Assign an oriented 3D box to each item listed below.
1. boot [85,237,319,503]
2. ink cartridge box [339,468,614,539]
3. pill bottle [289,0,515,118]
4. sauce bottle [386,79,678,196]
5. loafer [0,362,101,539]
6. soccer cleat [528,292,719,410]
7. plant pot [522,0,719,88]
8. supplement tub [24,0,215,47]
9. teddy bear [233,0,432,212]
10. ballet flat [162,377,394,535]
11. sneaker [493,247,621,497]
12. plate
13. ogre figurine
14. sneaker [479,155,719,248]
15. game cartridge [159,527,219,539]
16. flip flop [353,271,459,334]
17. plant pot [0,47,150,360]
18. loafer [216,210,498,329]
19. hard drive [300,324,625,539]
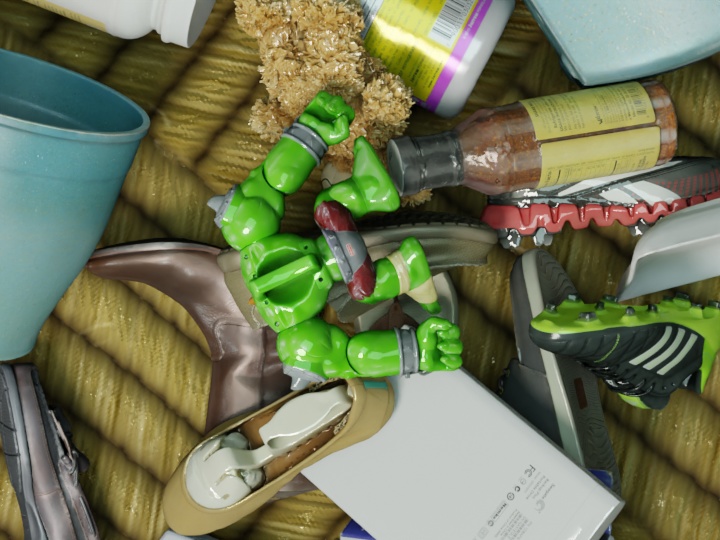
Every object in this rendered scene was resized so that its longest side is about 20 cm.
[{"bbox_3d":[-0.115,0.076,1.482,0.186,0.064,0.200,1,95,2],"label":"boot"},{"bbox_3d":[0.082,0.235,1.434,0.199,0.041,0.200,2,100,23],"label":"ink cartridge box"},{"bbox_3d":[0.003,-0.197,1.455,0.200,0.104,0.104,28,90,0],"label":"pill bottle"},{"bbox_3d":[0.118,-0.089,1.396,0.200,0.066,0.066,-8,90,-12],"label":"sauce bottle"},{"bbox_3d":[-0.222,0.160,1.484,0.063,0.072,0.200,-12,97,-19],"label":"loafer"},{"bbox_3d":[0.191,0.059,1.428,0.067,0.200,0.081,16,101,44],"label":"soccer cleat"},{"bbox_3d":[0.205,-0.230,1.418,0.200,0.196,0.196,-33,90,6],"label":"plant pot"},{"bbox_3d":[-0.194,-0.251,1.434,0.200,0.145,0.146,21,90,0],"label":"supplement tub"},{"bbox_3d":[-0.022,-0.117,1.420,0.145,0.200,0.067,12,47,21],"label":"teddy bear"},{"bbox_3d":[-0.070,0.122,1.419,0.200,0.063,0.069,-34,70,15],"label":"ballet flat"},{"bbox_3d":[0.113,0.090,1.462,0.106,0.075,0.200,-15,82,30],"label":"sneaker"},{"bbox_3d":[0.277,-0.031,1.411,0.199,0.200,0.032,-15,81,1],"label":"plate"},{"bbox_3d":[-0.023,-0.009,1.351,0.120,0.098,0.200,-24,104,-10],"label":"ogre figurine"},{"bbox_3d":[0.184,-0.073,1.471,0.200,0.071,0.098,-5,93,1],"label":"sneaker"},{"bbox_3d":[-0.088,0.284,1.462,0.200,0.041,0.133,39,103,11],"label":"game cartridge"},{"bbox_3d":[0.027,0.074,1.478,0.081,0.058,0.200,8,88,0],"label":"flip flop"},{"bbox_3d":[-0.269,-0.045,1.422,0.200,0.200,0.188,18,105,0],"label":"plant pot"},{"bbox_3d":[0.000,0.000,1.436,0.200,0.076,0.068,-7,99,1],"label":"loafer"},{"bbox_3d":[0.068,0.150,1.406,0.200,0.027,0.132,39,98,22],"label":"hard drive"}]
